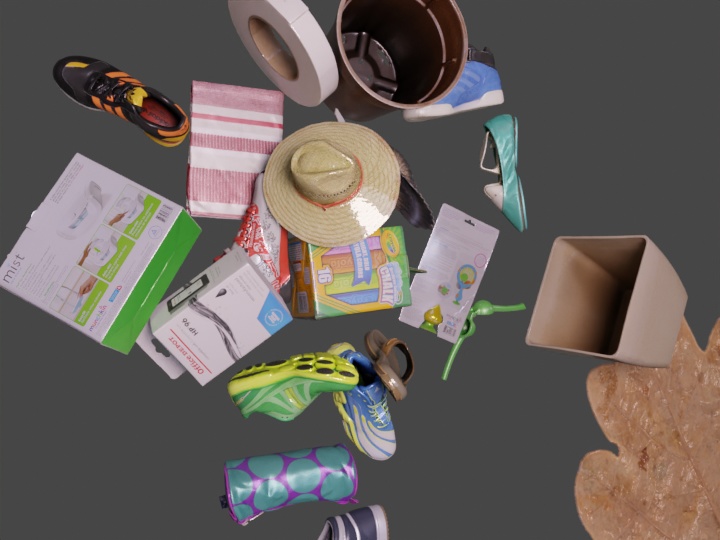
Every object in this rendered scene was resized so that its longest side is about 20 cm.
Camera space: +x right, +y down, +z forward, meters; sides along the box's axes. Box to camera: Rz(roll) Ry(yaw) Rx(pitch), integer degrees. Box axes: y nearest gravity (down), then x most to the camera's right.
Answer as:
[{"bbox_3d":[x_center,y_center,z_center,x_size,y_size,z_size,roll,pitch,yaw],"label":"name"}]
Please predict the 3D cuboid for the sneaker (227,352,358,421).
[{"bbox_3d":[-0.094,0.173,1.106,0.198,0.074,0.084,-10,109,14],"label":"sneaker"}]

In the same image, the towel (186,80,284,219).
[{"bbox_3d":[-0.188,-0.177,1.135,0.143,0.023,0.202,3,88,-23],"label":"towel"}]

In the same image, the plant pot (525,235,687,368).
[{"bbox_3d":[0.432,0.068,1.278,0.176,0.199,0.201,25,79,-30],"label":"plant pot"}]

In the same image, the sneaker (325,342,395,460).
[{"bbox_3d":[0.008,0.206,1.146,0.075,0.105,0.201,-31,98,-19],"label":"sneaker"}]

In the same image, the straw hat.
[{"bbox_3d":[-0.048,-0.134,1.027,0.199,0.085,0.203,-2,74,8],"label":"straw hat"}]

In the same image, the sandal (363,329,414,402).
[{"bbox_3d":[0.051,0.133,1.119,0.054,0.200,0.081,-37,101,3],"label":"sandal"}]

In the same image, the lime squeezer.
[{"bbox_3d":[0.193,0.094,1.266,0.200,0.038,0.071,-39,132,-19],"label":"lime squeezer"}]

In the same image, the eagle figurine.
[{"bbox_3d":[0.017,-0.144,1.159,0.198,0.151,0.153,9,69,-10],"label":"eagle figurine"}]

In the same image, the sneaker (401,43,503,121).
[{"bbox_3d":[0.144,-0.312,1.234,0.198,0.077,0.112,-17,99,-25],"label":"sneaker"}]

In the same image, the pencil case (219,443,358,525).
[{"bbox_3d":[-0.104,0.313,1.110,0.198,0.085,0.093,-5,73,-20],"label":"pencil case"}]

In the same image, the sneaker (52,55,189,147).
[{"bbox_3d":[-0.327,-0.245,1.048,0.199,0.090,0.070,28,78,-18],"label":"sneaker"}]

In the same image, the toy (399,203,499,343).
[{"bbox_3d":[0.139,0.005,1.237,0.114,0.047,0.202,23,83,-22],"label":"toy"}]

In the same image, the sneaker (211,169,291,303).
[{"bbox_3d":[-0.164,-0.041,1.102,0.107,0.067,0.203,-9,102,-21],"label":"sneaker"}]

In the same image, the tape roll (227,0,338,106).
[{"bbox_3d":[-0.111,-0.326,1.074,0.037,0.203,0.203,-42,102,-15],"label":"tape roll"}]

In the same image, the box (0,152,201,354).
[{"bbox_3d":[-0.343,-0.022,0.994,0.175,0.097,0.201,25,78,11],"label":"box"}]

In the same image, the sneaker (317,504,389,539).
[{"bbox_3d":[-0.010,0.466,1.145,0.108,0.070,0.202,0,81,-25],"label":"sneaker"}]

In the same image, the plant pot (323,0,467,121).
[{"bbox_3d":[0.026,-0.320,1.128,0.198,0.198,0.202,1,88,-21],"label":"plant pot"}]

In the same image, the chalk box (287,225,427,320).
[{"bbox_3d":[0.000,0.000,1.144,0.198,0.125,0.125,-7,90,-22],"label":"chalk box"}]

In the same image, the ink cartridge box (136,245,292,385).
[{"bbox_3d":[-0.210,0.075,1.047,0.199,0.068,0.116,-37,121,-1],"label":"ink cartridge box"}]

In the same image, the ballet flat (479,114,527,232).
[{"bbox_3d":[0.238,-0.162,1.281,0.070,0.067,0.202,-6,90,4],"label":"ballet flat"}]
